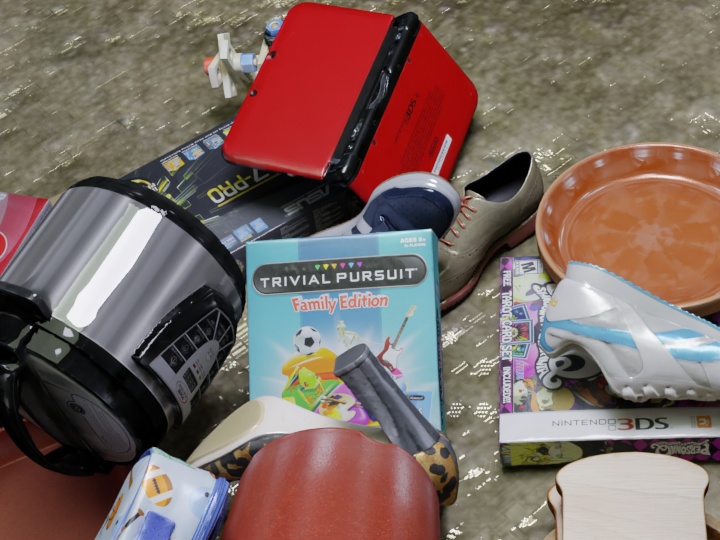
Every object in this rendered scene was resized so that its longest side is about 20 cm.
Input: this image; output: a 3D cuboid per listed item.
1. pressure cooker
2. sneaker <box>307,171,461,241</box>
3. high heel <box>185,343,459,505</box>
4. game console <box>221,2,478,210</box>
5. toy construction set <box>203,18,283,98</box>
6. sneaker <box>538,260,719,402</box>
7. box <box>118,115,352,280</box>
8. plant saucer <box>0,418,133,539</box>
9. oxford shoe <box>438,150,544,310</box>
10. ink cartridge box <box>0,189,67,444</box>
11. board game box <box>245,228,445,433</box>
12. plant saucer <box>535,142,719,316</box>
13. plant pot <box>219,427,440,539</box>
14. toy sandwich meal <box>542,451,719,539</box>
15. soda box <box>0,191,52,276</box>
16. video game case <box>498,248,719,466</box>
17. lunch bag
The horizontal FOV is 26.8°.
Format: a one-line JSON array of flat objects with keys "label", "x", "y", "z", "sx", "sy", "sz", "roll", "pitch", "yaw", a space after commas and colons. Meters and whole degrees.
[{"label": "pressure cooker", "x": -0.201, "y": 0.054, "z": 1.150, "sx": 0.176, "sy": 0.178, "sz": 0.201, "roll": 39, "pitch": 62, "yaw": -13}, {"label": "sneaker", "x": 0.000, "y": 0.000, "z": 1.254, "sx": 0.199, "sy": 0.070, "sz": 0.109, "roll": -30, "pitch": 26, "yaw": 42}, {"label": "high heel", "x": -0.030, "y": 0.154, "z": 1.126, "sx": 0.199, "sy": 0.143, "sz": 0.072, "roll": -30, "pitch": 19, "yaw": 25}, {"label": "game console", "x": -0.004, "y": -0.134, "z": 1.392, "sx": 0.118, "sy": 0.172, "sz": 0.201, "roll": -10, "pitch": 47, "yaw": 43}, {"label": "toy construction set", "x": -0.053, "y": -0.199, "z": 1.502, "sx": 0.198, "sy": 0.093, "sz": 0.132, "roll": 6, "pitch": 48, "yaw": 3}, {"label": "sneaker", "x": 0.232, "y": 0.069, "z": 1.145, "sx": 0.199, "sy": 0.076, "sz": 0.081, "roll": 27, "pitch": 89, "yaw": 17}, {"label": "box", "x": -0.132, "y": -0.057, "z": 1.405, "sx": 0.199, "sy": 0.049, "sz": 0.161, "roll": -29, "pitch": 50, "yaw": -17}, {"label": "plant saucer", "x": -0.265, "y": 0.207, "z": 1.190, "sx": 0.199, "sy": 0.037, "sz": 0.200, "roll": -23, "pitch": 47, "yaw": -9}, {"label": "oxford shoe", "x": 0.083, "y": -0.034, "z": 1.316, "sx": 0.070, "sy": 0.075, "sz": 0.200, "roll": 30, "pitch": 60, "yaw": 33}, {"label": "ink cartridge box", "x": -0.281, "y": 0.038, "z": 1.327, "sx": 0.164, "sy": 0.075, "sz": 0.200, "roll": -24, "pitch": 47, "yaw": -12}, {"label": "board game box", "x": -0.011, "y": 0.075, "z": 1.181, "sx": 0.150, "sy": 0.047, "sz": 0.202, "roll": -4, "pitch": 81, "yaw": 9}, {"label": "plant saucer", "x": 0.246, "y": -0.031, "z": 1.261, "sx": 0.198, "sy": 0.032, "sz": 0.201, "roll": -5, "pitch": 44, "yaw": 5}, {"label": "plant pot", "x": -0.025, "y": 0.225, "z": 1.023, "sx": 0.199, "sy": 0.202, "sz": 0.196, "roll": -3, "pitch": 38, "yaw": 9}, {"label": "toy sandwich meal", "x": 0.198, "y": 0.219, "z": 1.052, "sx": 0.203, "sy": 0.071, "sz": 0.206, "roll": -6, "pitch": 46, "yaw": 6}, {"label": "soda box", "x": -0.315, "y": 0.028, "z": 1.244, "sx": 0.063, "sy": 0.070, "sz": 0.201, "roll": 9, "pitch": 50, "yaw": 18}, {"label": "video game case", "x": 0.201, "y": 0.067, "z": 1.221, "sx": 0.179, "sy": 0.036, "sz": 0.201, "roll": -2, "pitch": 46, "yaw": 9}, {"label": "lunch bag", "x": -0.153, "y": 0.219, "z": 0.979, "sx": 0.075, "sy": 0.160, "sz": 0.201, "roll": 25, "pitch": 70, "yaw": -7}]
